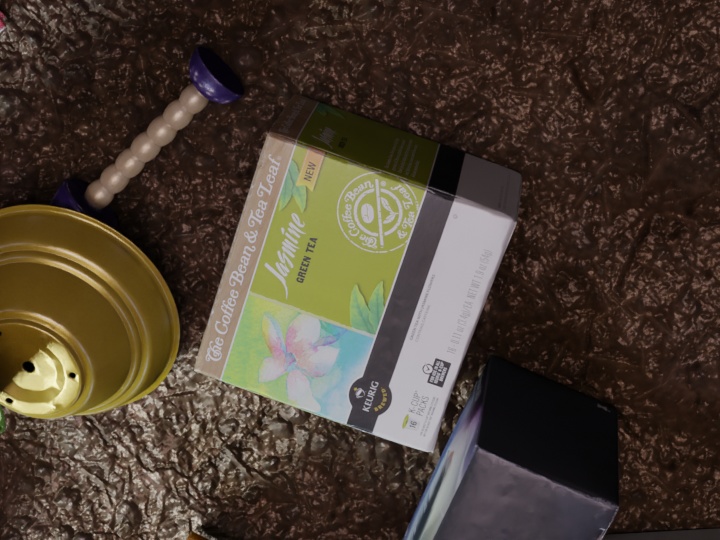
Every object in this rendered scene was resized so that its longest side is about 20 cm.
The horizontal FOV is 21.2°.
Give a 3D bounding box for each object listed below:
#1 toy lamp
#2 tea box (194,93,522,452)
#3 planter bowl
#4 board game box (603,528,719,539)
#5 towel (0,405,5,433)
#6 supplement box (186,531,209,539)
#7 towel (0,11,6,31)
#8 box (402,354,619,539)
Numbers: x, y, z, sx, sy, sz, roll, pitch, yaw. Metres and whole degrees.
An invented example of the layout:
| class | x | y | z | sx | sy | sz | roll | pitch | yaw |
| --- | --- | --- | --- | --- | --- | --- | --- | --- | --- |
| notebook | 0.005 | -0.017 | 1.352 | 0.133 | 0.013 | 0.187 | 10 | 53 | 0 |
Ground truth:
| class | x | y | z | sx | sy | sz | roll | pitch | yaw |
| --- | --- | --- | --- | --- | --- | --- | --- | --- | --- |
| toy lamp | -0.175 | -0.087 | 1.506 | 0.200 | 0.058 | 0.058 | -42 | 99 | 18 |
| tea box | 0.000 | 0.000 | 1.471 | 0.196 | 0.134 | 0.201 | 19 | 109 | 1 |
| planter bowl | -0.249 | 0.054 | 1.515 | 0.199 | 0.084 | 0.201 | 8 | 126 | 11 |
| board game box | 0.245 | 0.318 | 1.581 | 0.147 | 0.064 | 0.201 | -5 | 108 | 9 |
| towel | -0.334 | 0.052 | 1.508 | 0.031 | 0.200 | 0.150 | -32 | 106 | -20 |
| supplement box | -0.129 | 0.333 | 1.587 | 0.125 | 0.074 | 0.201 | 25 | 85 | -2 |
| towel | -0.390 | -0.222 | 1.503 | 0.146 | 0.030 | 0.200 | -38 | 99 | 15 |
| box | 0.107 | 0.201 | 1.489 | 0.123 | 0.200 | 0.199 | 24 | 108 | -1 |
